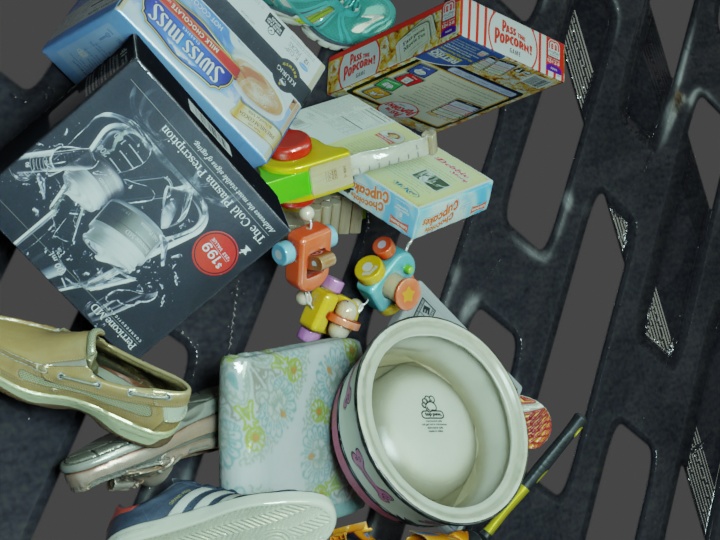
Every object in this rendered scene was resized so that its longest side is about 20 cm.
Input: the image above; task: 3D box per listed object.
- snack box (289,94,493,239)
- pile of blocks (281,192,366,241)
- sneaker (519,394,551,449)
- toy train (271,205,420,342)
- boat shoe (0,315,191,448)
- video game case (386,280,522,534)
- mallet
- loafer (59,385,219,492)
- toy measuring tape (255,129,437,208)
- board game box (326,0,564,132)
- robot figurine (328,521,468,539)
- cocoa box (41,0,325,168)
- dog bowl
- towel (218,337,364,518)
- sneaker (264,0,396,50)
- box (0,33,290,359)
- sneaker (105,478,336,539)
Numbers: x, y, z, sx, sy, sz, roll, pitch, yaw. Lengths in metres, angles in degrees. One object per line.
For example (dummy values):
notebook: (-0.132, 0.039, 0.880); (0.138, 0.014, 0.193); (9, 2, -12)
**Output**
snack box: (0.019, -0.105, 1.606); (0.116, 0.200, 0.037); (-22, 136, -43)
pile of blocks: (-0.034, -0.062, 1.633); (0.200, 0.082, 0.062); (-25, 138, -34)
sneaker: (0.100, 0.127, 1.663); (0.200, 0.077, 0.073); (35, 77, -13)
toy train: (0.000, 0.000, 1.589); (0.200, 0.056, 0.151); (-18, 126, -43)
boat shoe: (-0.234, 0.074, 1.349); (0.199, 0.076, 0.072); (22, 38, -12)
video game case: (0.075, 0.142, 1.690); (0.182, 0.023, 0.200); (45, 51, -23)
mallet: (0.164, 0.230, 1.669); (0.041, 0.066, 0.200); (39, 78, 21)
loafer: (-0.173, 0.159, 1.430); (0.200, 0.072, 0.063); (-25, 102, -46)
toy measuring tape: (-0.029, -0.106, 1.528); (0.199, 0.074, 0.074); (-18, 91, -17)
board game box: (0.086, -0.206, 1.675); (0.151, 0.200, 0.047); (18, 66, -38)
robot figurine: (0.013, 0.272, 1.522); (0.200, 0.145, 0.058); (15, 62, -49)
cocoa box: (-0.161, -0.192, 1.491); (0.200, 0.133, 0.131); (45, 53, -24)
dog bowl: (0.059, 0.148, 1.522); (0.199, 0.074, 0.201); (16, 60, -30)
towel: (-0.063, 0.154, 1.507); (0.200, 0.048, 0.172); (-8, 96, -56)
sneaker: (-0.036, -0.280, 1.668); (0.199, 0.079, 0.078); (13, 70, -40)
box: (-0.193, -0.060, 1.382); (0.200, 0.182, 0.104); (48, 7, -21)
sneaker: (-0.122, 0.209, 1.396); (0.085, 0.199, 0.075); (-105, -172, -60)
